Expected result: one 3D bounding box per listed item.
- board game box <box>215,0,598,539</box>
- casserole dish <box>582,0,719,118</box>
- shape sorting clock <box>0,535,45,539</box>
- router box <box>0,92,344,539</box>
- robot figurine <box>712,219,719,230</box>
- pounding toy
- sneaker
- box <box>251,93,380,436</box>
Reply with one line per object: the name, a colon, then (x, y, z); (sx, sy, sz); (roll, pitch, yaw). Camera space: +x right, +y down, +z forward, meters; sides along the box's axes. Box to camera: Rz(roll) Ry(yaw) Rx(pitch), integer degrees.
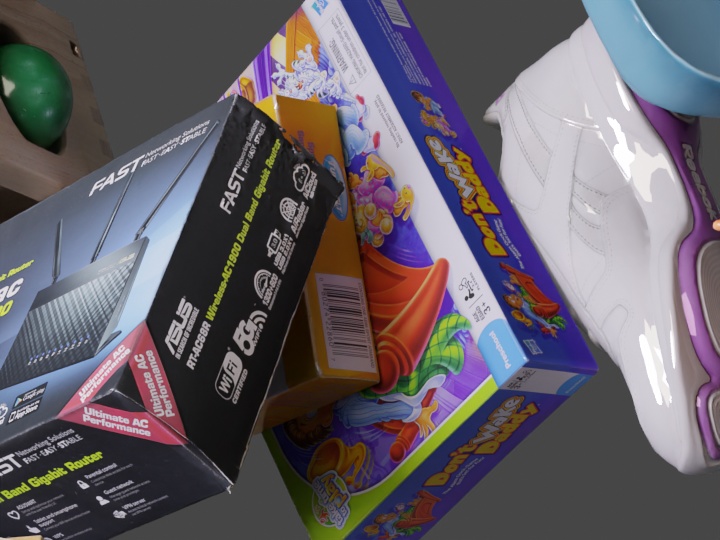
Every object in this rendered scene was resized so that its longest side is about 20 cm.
board game box: (0.000, 0.000, 1.121); (0.134, 0.045, 0.200); (-47, 55, 30)
casserole dish: (0.127, -0.133, 1.115); (0.039, 0.121, 0.201); (-49, 51, 40)
shape sorting clock: (-0.139, 0.159, 1.063); (0.199, 0.200, 0.039); (-11, 52, 20)
router box: (-0.110, 0.035, 1.048); (0.200, 0.062, 0.150); (-25, 33, 40)
robot figurine: (0.230, -0.025, 0.974); (0.199, 0.117, 0.144); (-22, 98, 6)
pounding toy: (-0.194, -0.078, 1.206); (0.199, 0.184, 0.143); (-23, 73, 15)
sneaker: (0.103, -0.002, 1.101); (0.099, 0.075, 0.201); (-30, 57, 29)
box: (-0.080, 0.018, 1.140); (0.200, 0.041, 0.120); (-25, 68, 43)
